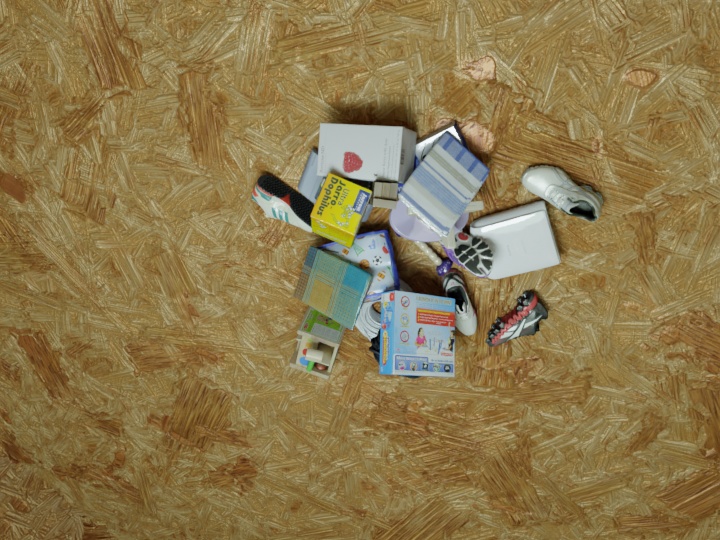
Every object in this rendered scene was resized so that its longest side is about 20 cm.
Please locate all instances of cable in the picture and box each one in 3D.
[{"bbox_3d":[0.103,0.213,1.563,0.163,0.200,0.051,43,120,0],"label":"cable"},{"bbox_3d":[0.069,0.108,1.674,0.199,0.069,0.200,-36,107,28],"label":"cable"}]

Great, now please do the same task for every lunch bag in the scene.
[{"bbox_3d":[0.000,0.000,1.560,0.198,0.124,0.172,-16,81,25],"label":"lunch bag"}]

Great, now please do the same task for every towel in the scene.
[{"bbox_3d":[-0.070,0.040,1.514,0.199,0.022,0.148,26,101,28],"label":"towel"},{"bbox_3d":[0.187,-0.192,1.355,0.147,0.201,0.024,39,166,-7],"label":"towel"}]

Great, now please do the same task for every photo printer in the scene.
[{"bbox_3d":[0.373,-0.069,1.488,0.198,0.070,0.168,-14,117,21],"label":"photo printer"}]

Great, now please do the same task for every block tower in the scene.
[{"bbox_3d":[0.050,-0.173,1.387,0.053,0.200,0.058,6,99,-3],"label":"block tower"}]

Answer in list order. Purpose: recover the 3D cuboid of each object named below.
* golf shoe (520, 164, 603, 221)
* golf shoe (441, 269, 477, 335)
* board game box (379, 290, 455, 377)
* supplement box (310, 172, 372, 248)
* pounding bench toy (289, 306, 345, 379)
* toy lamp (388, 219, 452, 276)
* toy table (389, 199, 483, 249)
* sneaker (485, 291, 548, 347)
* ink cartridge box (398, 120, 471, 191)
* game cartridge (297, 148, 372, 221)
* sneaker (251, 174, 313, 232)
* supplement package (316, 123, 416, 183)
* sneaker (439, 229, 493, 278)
[{"bbox_3d":[0.463,-0.175,1.386,0.198,0.098,0.079,22,126,2],"label":"golf shoe"},{"bbox_3d":[0.261,0.101,1.606,0.072,0.092,0.201,-18,118,14],"label":"golf shoe"},{"bbox_3d":[0.142,0.159,1.490,0.198,0.198,0.056,9,167,-33],"label":"board game box"},{"bbox_3d":[-0.048,-0.135,1.422,0.109,0.200,0.110,22,82,-1],"label":"supplement box"},{"bbox_3d":[-0.129,0.232,1.720,0.123,0.201,0.157,19,123,1],"label":"pounding bench toy"},{"bbox_3d":[0.152,-0.070,1.550,0.200,0.058,0.058,43,121,-13],"label":"toy lamp"},{"bbox_3d":[0.179,-0.136,1.419,0.198,0.117,0.186,-18,89,-15],"label":"toy table"},{"bbox_3d":[0.418,0.148,1.610,0.098,0.071,0.201,35,121,-6],"label":"sneaker"},{"bbox_3d":[0.155,-0.264,1.437,0.199,0.044,0.094,-23,112,25],"label":"ink cartridge box"},{"bbox_3d":[-0.054,-0.207,1.530,0.198,0.041,0.134,25,128,-2],"label":"game cartridge"},{"bbox_3d":[-0.198,-0.161,1.584,0.199,0.071,0.093,36,140,-12],"label":"sneaker"},{"bbox_3d":[0.015,-0.266,1.387,0.198,0.120,0.123,7,98,20],"label":"supplement package"},{"bbox_3d":[0.262,-0.040,1.481,0.080,0.200,0.084,-32,129,-4],"label":"sneaker"}]
